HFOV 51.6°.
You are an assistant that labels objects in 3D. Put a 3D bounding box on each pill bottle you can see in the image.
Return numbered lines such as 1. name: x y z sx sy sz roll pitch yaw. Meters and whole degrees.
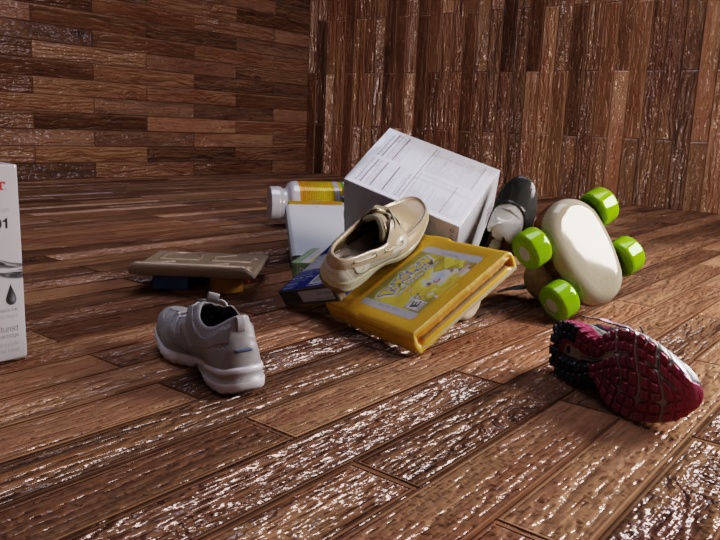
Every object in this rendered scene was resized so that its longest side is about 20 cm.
1. pill bottle: -0.131 -0.168 1.864 0.197 0.113 0.111 -1 11 -17

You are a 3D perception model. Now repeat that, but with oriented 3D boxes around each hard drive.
1. hard drive: -0.074 -0.069 1.421 0.130 0.027 0.201 1 31 -11

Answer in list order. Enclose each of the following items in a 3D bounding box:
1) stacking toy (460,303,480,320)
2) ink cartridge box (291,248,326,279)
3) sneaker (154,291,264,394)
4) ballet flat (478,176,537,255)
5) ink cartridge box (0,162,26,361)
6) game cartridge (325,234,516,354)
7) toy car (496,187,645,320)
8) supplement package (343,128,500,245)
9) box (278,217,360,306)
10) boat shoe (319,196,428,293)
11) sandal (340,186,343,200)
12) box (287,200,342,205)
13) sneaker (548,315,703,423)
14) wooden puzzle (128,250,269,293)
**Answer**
1. stacking toy: 0.071 0.018 1.062 0.198 0.087 0.085 6 11 36
2. ink cartridge box: 0.000 0.000 1.213 0.197 0.049 0.146 2 10 9
3. sneaker: -0.154 0.059 0.773 0.074 0.083 0.199 -6 14 -38
4. ballet flat: 0.213 -0.043 1.128 0.067 0.202 0.068 25 29 16
5. ink cartridge box: -0.419 -0.006 0.731 0.085 0.203 0.146 11 14 39
6. game cartridge: 0.071 0.019 0.950 0.176 0.033 0.199 -38 29 -22
7. toy car: 0.287 -0.012 1.121 0.163 0.159 0.200 -29 0 -21
8. supplement package: 0.094 -0.097 1.186 0.198 0.153 0.151 24 52 20
9. box: -0.013 -0.021 1.056 0.120 0.033 0.200 -9 29 48
10. boat shoe: 0.026 -0.048 0.973 0.072 0.065 0.199 40 54 19
11. sandal: 0.020 -0.124 1.783 0.199 0.088 0.079 32 3 31
12. box: -0.082 -0.080 1.503 0.117 0.042 0.201 0 33 -11
13. sneaker: 0.265 0.088 0.733 0.074 0.082 0.200 2 10 -15
14. wooden puzzle: -0.244 0.002 1.161 0.182 0.047 0.200 3 6 0
